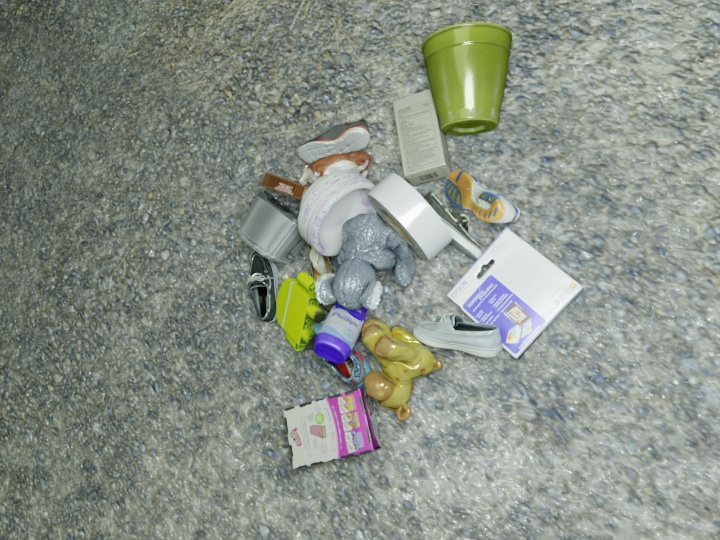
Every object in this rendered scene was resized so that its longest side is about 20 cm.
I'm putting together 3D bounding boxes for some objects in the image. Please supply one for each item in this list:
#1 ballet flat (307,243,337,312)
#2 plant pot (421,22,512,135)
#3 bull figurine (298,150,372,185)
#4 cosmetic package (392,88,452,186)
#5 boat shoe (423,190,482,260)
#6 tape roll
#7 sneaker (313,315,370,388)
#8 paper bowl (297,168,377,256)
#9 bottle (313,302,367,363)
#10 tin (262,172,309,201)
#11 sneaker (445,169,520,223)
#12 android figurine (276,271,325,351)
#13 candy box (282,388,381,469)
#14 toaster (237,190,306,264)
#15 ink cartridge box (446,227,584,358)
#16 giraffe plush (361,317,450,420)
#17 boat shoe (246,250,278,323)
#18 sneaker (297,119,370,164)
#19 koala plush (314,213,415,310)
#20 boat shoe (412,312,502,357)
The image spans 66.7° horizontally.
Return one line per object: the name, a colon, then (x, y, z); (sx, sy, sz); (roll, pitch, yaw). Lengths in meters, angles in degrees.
ballet flat: (-0.095, 0.005, 1.312); (0.068, 0.075, 0.200); (-17, 71, 8)
plant pot: (0.238, -0.411, 1.217); (0.200, 0.200, 0.193); (-2, 88, 23)
bull figurine: (-0.069, -0.245, 1.351); (0.200, 0.065, 0.121); (-14, 38, 14)
cosmetic package: (0.146, -0.312, 1.287); (0.105, 0.071, 0.200); (-12, 73, 21)
boat shoe: (0.205, -0.105, 1.212); (0.064, 0.071, 0.200); (-44, 65, 2)
tape roll: (0.104, -0.115, 1.182); (0.071, 0.202, 0.202); (-42, 65, 0)
sneaker: (-0.052, 0.175, 1.243); (0.079, 0.096, 0.200); (-44, 65, 9)
paper bowl: (-0.058, -0.141, 1.257); (0.201, 0.201, 0.104); (-50, 61, 5)
bottle: (-0.032, 0.111, 1.216); (0.083, 0.065, 0.200); (27, 47, 2)
tin: (-0.158, -0.196, 1.371); (0.200, 0.112, 0.042); (23, 97, 27)
sneaker: (0.266, -0.155, 1.204); (0.200, 0.088, 0.075); (53, 125, 46)
android figurine: (-0.146, 0.094, 1.293); (0.200, 0.041, 0.182); (35, 117, 52)
candy box: (-0.065, 0.354, 1.225); (0.200, 0.061, 0.137); (-19, 71, 18)
toaster: (-0.220, -0.106, 1.375); (0.200, 0.114, 0.129); (37, 96, 26)
ink cartridge box: (0.318, 0.045, 1.142); (0.200, 0.043, 0.198); (44, 97, 24)
giraffe plush: (0.071, 0.217, 1.168); (0.200, 0.173, 0.162); (25, 100, -8)
boat shoe: (-0.253, 0.034, 1.380); (0.074, 0.068, 0.200); (-15, 72, 20)
sneaker: (-0.064, -0.331, 1.398); (0.200, 0.077, 0.082); (-12, 46, 20)
koala plush: (0.000, 0.000, 1.179); (0.177, 0.184, 0.200); (10, 53, 27)
boat shoe: (0.200, 0.123, 1.140); (0.201, 0.070, 0.072); (9, 113, 35)
